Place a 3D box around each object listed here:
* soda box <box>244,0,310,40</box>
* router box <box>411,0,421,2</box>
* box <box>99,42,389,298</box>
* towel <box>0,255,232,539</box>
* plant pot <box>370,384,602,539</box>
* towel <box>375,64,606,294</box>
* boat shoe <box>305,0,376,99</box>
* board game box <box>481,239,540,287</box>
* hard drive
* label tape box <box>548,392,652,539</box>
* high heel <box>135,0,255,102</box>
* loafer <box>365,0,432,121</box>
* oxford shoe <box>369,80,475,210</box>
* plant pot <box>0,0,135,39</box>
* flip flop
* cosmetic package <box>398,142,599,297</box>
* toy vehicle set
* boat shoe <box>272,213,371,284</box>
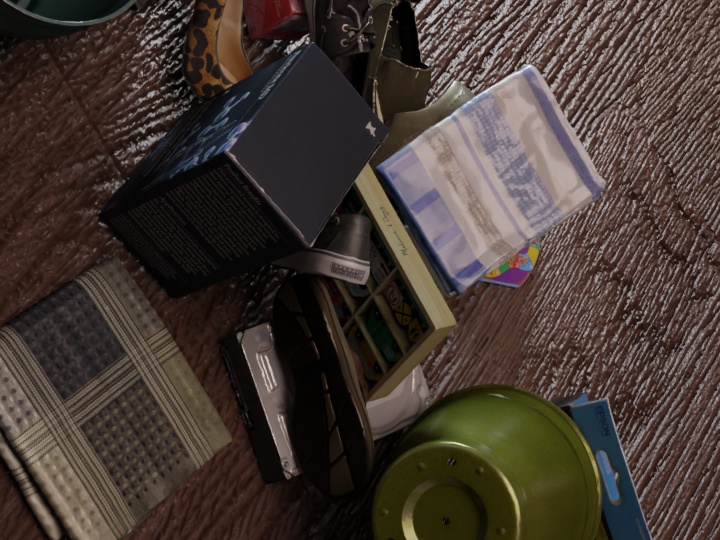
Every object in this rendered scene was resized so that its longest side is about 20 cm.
[{"bbox_3d":[-0.085,-0.325,1.544,0.063,0.070,0.201,-7,81,-44],"label":"soda box"},{"bbox_3d":[-0.004,-0.354,1.545,0.199,0.051,0.150,9,71,-42],"label":"router box"},{"bbox_3d":[-0.100,-0.081,1.370,0.107,0.199,0.149,49,51,-19],"label":"box"},{"bbox_3d":[-0.217,0.113,1.331,0.192,0.034,0.201,-39,101,-44],"label":"towel"},{"bbox_3d":[0.097,0.205,1.404,0.193,0.199,0.202,2,73,-73],"label":"plant pot"},{"bbox_3d":[0.125,-0.086,1.508,0.200,0.024,0.147,-34,98,-22],"label":"towel"},{"bbox_3d":[-0.015,-0.213,1.499,0.070,0.066,0.201,-12,129,-34],"label":"boat shoe"},{"bbox_3d":[0.130,-0.070,1.672,0.199,0.039,0.159,11,70,-38],"label":"board game box"},{"bbox_3d":[-0.027,0.099,1.490,0.199,0.038,0.141,-18,89,-42],"label":"hard drive"},{"bbox_3d":[0.196,0.197,1.541,0.066,0.199,0.144,-18,89,-44],"label":"label tape box"},{"bbox_3d":[-0.100,-0.218,1.447,0.200,0.142,0.071,52,24,-13],"label":"high heel"},{"bbox_3d":[0.031,-0.182,1.602,0.075,0.069,0.201,0,77,-41],"label":"loafer"},{"bbox_3d":[0.034,-0.106,1.549,0.199,0.070,0.075,-33,81,-8],"label":"oxford shoe"},{"bbox_3d":[-0.284,-0.273,1.314,0.199,0.134,0.202,13,69,-38],"label":"plant pot"},{"bbox_3d":[-0.026,0.100,1.423,0.057,0.081,0.201,1,71,-54],"label":"flip flop"},{"bbox_3d":[0.119,-0.052,1.575,0.199,0.113,0.081,-31,98,-24],"label":"cosmetic package"},{"bbox_3d":[0.000,0.000,1.439,0.026,0.124,0.201,-10,61,-40],"label":"toy vehicle set"},{"bbox_3d":[-0.043,-0.027,1.403,0.068,0.200,0.057,14,90,-28],"label":"boat shoe"}]
